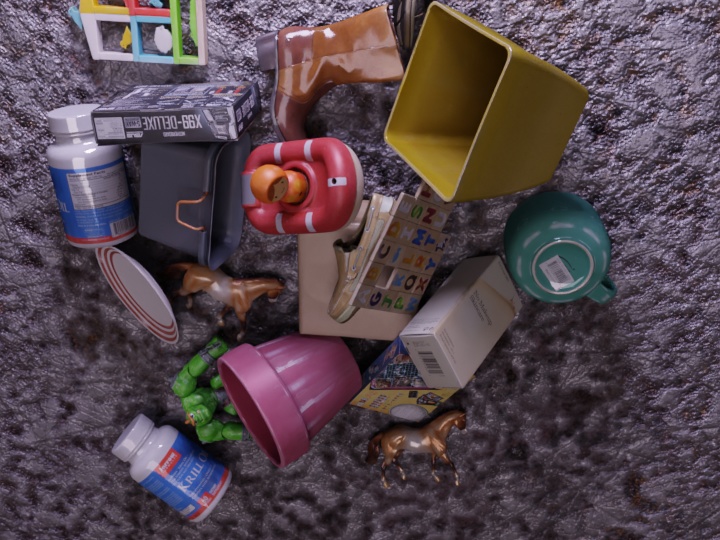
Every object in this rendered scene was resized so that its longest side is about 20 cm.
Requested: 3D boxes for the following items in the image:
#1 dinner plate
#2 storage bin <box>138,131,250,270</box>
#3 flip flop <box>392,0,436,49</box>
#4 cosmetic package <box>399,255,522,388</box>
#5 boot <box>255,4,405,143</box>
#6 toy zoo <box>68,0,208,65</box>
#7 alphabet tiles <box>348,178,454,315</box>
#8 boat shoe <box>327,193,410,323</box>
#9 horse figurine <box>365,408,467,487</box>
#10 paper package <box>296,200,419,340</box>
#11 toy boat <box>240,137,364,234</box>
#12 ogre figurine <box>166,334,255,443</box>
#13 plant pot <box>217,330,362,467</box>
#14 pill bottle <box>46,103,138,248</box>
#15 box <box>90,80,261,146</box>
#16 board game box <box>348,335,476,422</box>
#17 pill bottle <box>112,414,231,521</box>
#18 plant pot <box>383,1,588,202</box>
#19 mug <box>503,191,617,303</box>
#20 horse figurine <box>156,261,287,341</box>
[{"bbox_3d":[-0.353,0.033,1.253,0.200,0.024,0.200,36,150,24],"label":"dinner plate"},{"bbox_3d":[-0.260,-0.115,1.172,0.134,0.146,0.201,14,117,10],"label":"storage bin"},{"bbox_3d":[0.085,-0.393,1.033,0.057,0.081,0.201,7,112,-13],"label":"flip flop"},{"bbox_3d":[0.155,0.075,1.173,0.073,0.200,0.104,-7,121,47],"label":"cosmetic package"},{"bbox_3d":[-0.032,-0.264,1.113,0.199,0.068,0.189,-8,104,10],"label":"boot"},{"bbox_3d":[-0.320,-0.365,1.113,0.199,0.020,0.132,5,116,3],"label":"toy zoo"},{"bbox_3d":[0.073,-0.032,1.090,0.008,0.167,0.200,32,101,33],"label":"alphabet tiles"},{"bbox_3d":[-0.007,-0.020,1.103,0.076,0.072,0.200,23,106,-19],"label":"boat shoe"},{"bbox_3d":[0.096,0.316,1.378,0.199,0.050,0.133,-5,103,15],"label":"horse figurine"},{"bbox_3d":[0.000,0.000,1.211,0.190,0.104,0.201,3,117,4],"label":"paper package"},{"bbox_3d":[-0.097,-0.115,1.060,0.199,0.131,0.131,-1,93,32],"label":"toy boat"},{"bbox_3d":[-0.251,0.225,1.356,0.120,0.098,0.200,-24,128,-2],"label":"ogre figurine"},{"bbox_3d":[-0.105,0.183,1.252,0.179,0.200,0.201,-31,114,-22],"label":"plant pot"},{"bbox_3d":[-0.409,-0.144,1.180,0.112,0.112,0.201,-1,115,7],"label":"pill bottle"},{"bbox_3d":[-0.254,-0.225,1.099,0.199,0.158,0.050,-1,116,6],"label":"box"},{"bbox_3d":[0.081,0.180,1.267,0.135,0.035,0.200,18,142,-16],"label":"board game box"},{"bbox_3d":[-0.342,0.351,1.403,0.200,0.112,0.112,40,113,-14],"label":"pill bottle"},{"bbox_3d":[0.175,-0.213,1.033,0.176,0.200,0.200,4,121,-31],"label":"plant pot"},{"bbox_3d":[0.308,-0.025,1.157,0.184,0.114,0.153,10,116,2],"label":"mug"},{"bbox_3d":[-0.238,0.035,1.275,0.200,0.050,0.133,26,124,-11],"label":"horse figurine"}]
